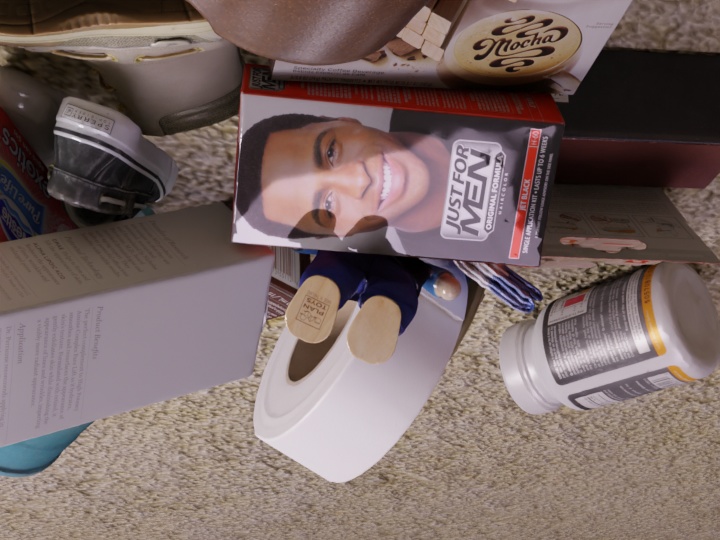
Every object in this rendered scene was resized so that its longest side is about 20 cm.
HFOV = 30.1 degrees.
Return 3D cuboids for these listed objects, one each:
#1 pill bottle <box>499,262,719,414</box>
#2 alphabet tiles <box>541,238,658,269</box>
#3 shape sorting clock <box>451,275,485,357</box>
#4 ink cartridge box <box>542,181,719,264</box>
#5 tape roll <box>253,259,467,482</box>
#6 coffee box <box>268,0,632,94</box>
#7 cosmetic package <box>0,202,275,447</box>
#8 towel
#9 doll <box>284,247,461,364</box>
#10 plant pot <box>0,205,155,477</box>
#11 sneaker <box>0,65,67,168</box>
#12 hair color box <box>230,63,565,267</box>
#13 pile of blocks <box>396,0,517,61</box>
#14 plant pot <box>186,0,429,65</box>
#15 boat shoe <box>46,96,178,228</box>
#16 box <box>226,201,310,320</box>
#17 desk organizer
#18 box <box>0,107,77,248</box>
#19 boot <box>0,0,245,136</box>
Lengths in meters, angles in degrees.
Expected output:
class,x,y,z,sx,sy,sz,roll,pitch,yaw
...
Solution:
class,x,y,z,sx,sy,sz,roll,pitch,yaw
pill bottle,0.241,0.071,1.310,0.198,0.118,0.116,-21,151,37
alphabet tiles,0.178,-0.024,1.149,0.192,0.015,0.200,3,171,-8
shape sorting clock,0.039,0.065,1.125,0.039,0.202,0.200,34,143,-16
ink cartridge box,0.149,-0.037,0.979,0.160,0.201,0.058,2,122,-11
tape roll,-0.002,0.061,1.054,0.070,0.204,0.202,33,144,-16
coffee box,0.047,-0.170,0.789,0.197,0.081,0.113,2,156,-13
cosmetic package,-0.157,0.030,0.829,0.198,0.074,0.103,-13,131,-38
towel,0.032,-0.041,0.974,0.199,0.024,0.147,35,-178,-24
doll,0.000,0.000,0.887,0.135,0.049,0.200,19,-163,4
plant pot,-0.243,0.029,1.061,0.187,0.202,0.199,-35,146,19
sneaker,-0.249,-0.073,0.924,0.076,0.081,0.200,27,154,-10
hair color box,0.020,-0.065,0.840,0.197,0.061,0.103,4,116,-4
pile of blocks,0.081,-0.193,0.710,0.199,0.082,0.062,-34,167,-24
plant pot,0.001,-0.200,0.560,0.198,0.203,0.198,7,152,-23
boat shoe,-0.171,-0.060,0.874,0.071,0.072,0.200,22,176,5
box,-0.151,0.011,1.174,0.198,0.076,0.100,-16,154,30
desk organizer,0.169,-0.107,0.959,0.197,0.073,0.077,1,158,-11
box,-0.256,-0.034,0.842,0.098,0.096,0.201,-13,141,12
boot,-0.166,-0.142,0.838,0.197,0.073,0.155,0,161,0
